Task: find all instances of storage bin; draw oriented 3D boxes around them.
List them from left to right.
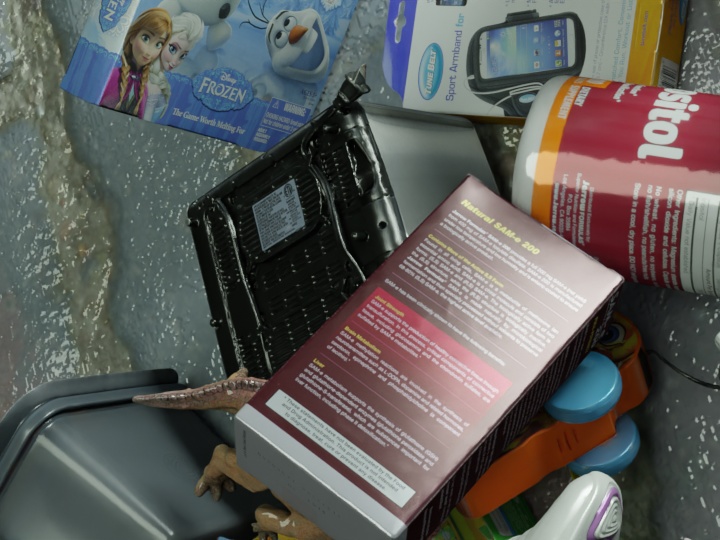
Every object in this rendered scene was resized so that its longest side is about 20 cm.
[{"bbox_3d":[-0.152,0.164,1.190,0.134,0.200,0.146,37,105,21],"label":"storage bin"}]

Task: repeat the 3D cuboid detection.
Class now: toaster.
[{"bbox_3d":[0.000,0.000,1.131,0.200,0.119,0.181,-31,68,42],"label":"toaster"}]

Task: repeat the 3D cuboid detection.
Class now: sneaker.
[{"bbox_3d":[0.069,0.186,1.018,0.100,0.075,0.200,40,104,29],"label":"sneaker"}]

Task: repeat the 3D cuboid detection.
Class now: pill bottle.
[{"bbox_3d":[0.194,-0.043,1.018,0.200,0.113,0.113,10,89,19],"label":"pill bottle"}]

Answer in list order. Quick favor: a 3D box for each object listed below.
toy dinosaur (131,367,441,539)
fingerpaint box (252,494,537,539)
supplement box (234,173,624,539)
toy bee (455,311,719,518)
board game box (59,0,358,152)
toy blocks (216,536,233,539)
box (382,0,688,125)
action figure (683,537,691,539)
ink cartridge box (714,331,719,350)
[{"bbox_3d":[-0.024,0.108,1.015,0.086,0.200,0.136,-54,14,-21],"label":"toy dinosaur"},{"bbox_3d":[0.042,0.216,1.120,0.167,0.073,0.200,-39,64,22],"label":"fingerpaint box"},{"bbox_3d":[0.037,0.053,0.965,0.109,0.061,0.200,36,64,19],"label":"supplement box"},{"bbox_3d":[0.132,0.070,1.074,0.109,0.200,0.131,-115,22,-51],"label":"toy bee"},{"bbox_3d":[-0.078,-0.184,1.172,0.043,0.200,0.199,27,100,35],"label":"board game box"},{"bbox_3d":[-0.071,0.245,1.099,0.137,0.100,0.200,10,79,44],"label":"toy blocks"},{"bbox_3d":[0.106,-0.152,1.145,0.200,0.041,0.119,7,88,36],"label":"box"},{"bbox_3d":[0.194,0.244,0.968,0.200,0.134,0.149,-37,49,1],"label":"action figure"},{"bbox_3d":[0.315,0.016,0.940,0.200,0.176,0.045,-51,18,13],"label":"ink cartridge box"}]
